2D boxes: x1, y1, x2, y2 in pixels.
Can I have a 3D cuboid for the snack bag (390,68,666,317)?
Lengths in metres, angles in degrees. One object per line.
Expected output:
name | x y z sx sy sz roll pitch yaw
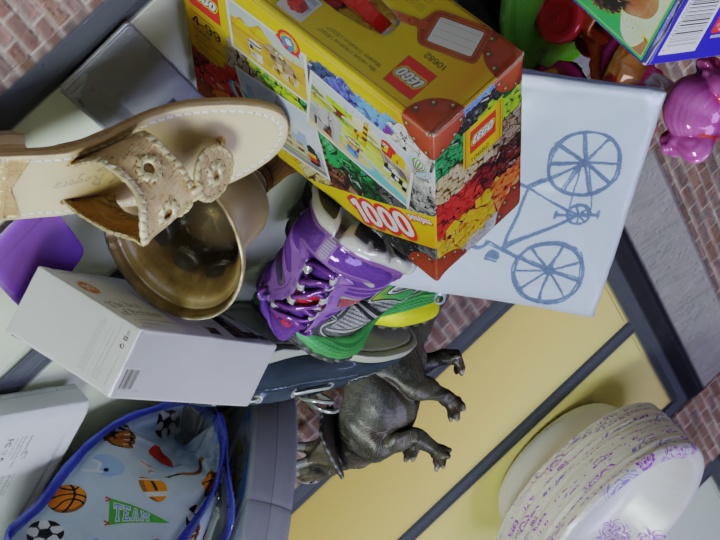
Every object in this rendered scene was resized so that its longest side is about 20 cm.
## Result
snack bag | 0.080 -0.055 1.671 0.199 0.021 0.189 8 127 -8

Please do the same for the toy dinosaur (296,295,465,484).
toy dinosaur | 0.024 0.090 1.930 0.102 0.077 0.201 24 97 -27

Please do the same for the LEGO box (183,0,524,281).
LEGO box | -0.004 -0.111 1.464 0.077 0.200 0.149 -42 155 -21

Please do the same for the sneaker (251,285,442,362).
sneaker | 0.000 0.000 1.782 0.200 0.078 0.085 -24 148 -51

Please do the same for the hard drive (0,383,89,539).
hard drive | -0.274 0.138 1.641 0.200 0.026 0.132 -7 135 -50

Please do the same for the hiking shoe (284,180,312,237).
hiking shoe | 0.045 -0.069 1.736 0.199 0.076 0.101 -26 152 -30

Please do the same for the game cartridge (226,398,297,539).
game cartridge | -0.081 0.165 1.805 0.040 0.200 0.134 20 124 -14

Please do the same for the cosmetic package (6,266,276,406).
cosmetic package | -0.132 0.042 1.606 0.051 0.082 0.200 -64 159 6

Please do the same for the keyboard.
keyboard | -0.120 -0.091 1.553 0.056 0.011 0.200 -49 154 -2

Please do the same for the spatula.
spatula | -0.183 0.020 1.606 0.057 0.021 0.200 -48 156 -12

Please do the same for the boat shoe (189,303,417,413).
boat shoe | -0.044 0.061 1.800 0.199 0.075 0.062 -9 136 -47

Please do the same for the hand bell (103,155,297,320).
hand bell | -0.059 -0.058 1.604 0.200 0.104 0.104 -38 157 -47

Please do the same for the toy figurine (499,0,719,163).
toy figurine | 0.195 -0.138 1.684 0.150 0.184 0.201 15 104 -58

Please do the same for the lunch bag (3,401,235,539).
lunch bag | -0.165 0.196 1.756 0.200 0.123 0.170 -55 173 -49

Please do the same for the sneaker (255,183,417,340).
sneaker | -0.023 0.006 1.588 0.084 0.081 0.200 -51 179 -12

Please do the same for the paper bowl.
paper bowl | 0.203 0.199 2.309 0.200 0.104 0.201 -33 151 -20

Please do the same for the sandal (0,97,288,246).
sandal | -0.137 -0.040 1.437 0.211 0.070 0.078 -7 141 -12

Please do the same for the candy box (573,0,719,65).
candy box | 0.167 -0.217 1.559 0.169 0.200 0.077 -12 138 -48
